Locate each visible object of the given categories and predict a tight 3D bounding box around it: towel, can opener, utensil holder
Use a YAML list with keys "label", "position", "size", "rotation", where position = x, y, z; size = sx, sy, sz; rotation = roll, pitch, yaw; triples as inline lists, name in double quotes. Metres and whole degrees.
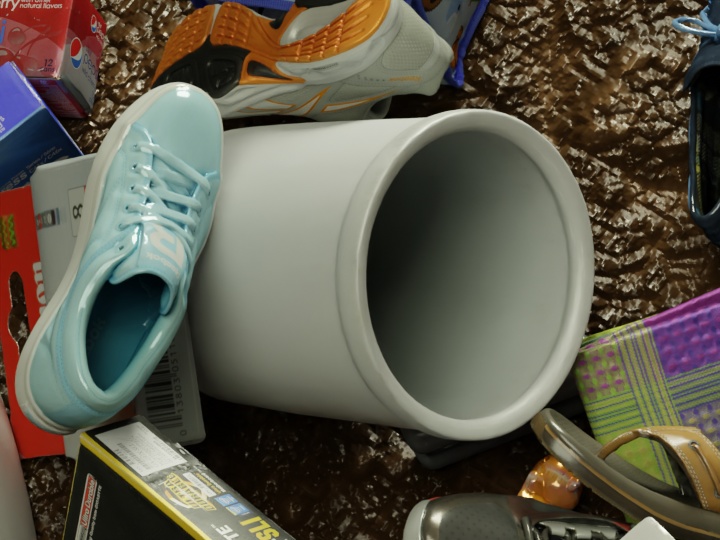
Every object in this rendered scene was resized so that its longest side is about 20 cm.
- label: "towel"
  position: [0.226, 0.073, 1.546]
  size: [0.199, 0.023, 0.144]
  rotation: [-20, 92, 6]
- label: "can opener"
  position: [0.123, 0.073, 1.584]
  size: [0.199, 0.053, 0.067]
  rotation: [-22, 63, 6]
- label: "utensil holder"
  position: [0.000, 0.000, 1.547]
  size: [0.199, 0.170, 0.171]
  rotation: [2, 64, 51]

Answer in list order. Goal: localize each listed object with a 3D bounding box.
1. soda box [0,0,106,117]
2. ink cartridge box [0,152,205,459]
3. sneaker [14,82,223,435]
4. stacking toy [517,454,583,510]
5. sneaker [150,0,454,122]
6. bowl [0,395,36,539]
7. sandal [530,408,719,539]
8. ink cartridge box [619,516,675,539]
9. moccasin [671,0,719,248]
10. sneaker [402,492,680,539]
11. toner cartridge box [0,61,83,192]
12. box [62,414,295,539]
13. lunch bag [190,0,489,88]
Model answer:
- label: "soda box"
  position: [-0.262, -0.137, 1.769]
  size: [0.199, 0.063, 0.070]
  rotation: [2, 69, 15]
- label: "ink cartridge box"
  position: [-0.168, 0.024, 1.595]
  size: [0.199, 0.050, 0.163]
  rotation: [-10, 88, 50]
- label: "sneaker"
  position: [-0.107, -0.008, 1.469]
  size: [0.082, 0.074, 0.201]
  rotation: [-9, 58, 57]
- label: "stacking toy"
  position: [0.065, 0.176, 1.540]
  size: [0.110, 0.116, 0.200]
  rotation: [46, 60, -15]
- label: "sneaker"
  position: [-0.035, -0.107, 1.616]
  size: [0.199, 0.092, 0.076]
  rotation: [-9, 57, 43]
- label: "bowl"
  position: [-0.300, 0.134, 1.656]
  size: [0.199, 0.075, 0.201]
  rotation: [-23, 64, 9]
- label: "sandal"
  position: [0.181, 0.115, 1.499]
  size: [0.199, 0.082, 0.055]
  rotation: [27, 95, -2]
- label: "ink cartridge box"
  position: [0.165, 0.247, 1.431]
  size: [0.128, 0.200, 0.125]
  rotation: [-40, 46, -4]
- label: "moccasin"
  position: [0.220, -0.107, 1.613]
  size: [0.080, 0.068, 0.201]
  rotation: [-22, 58, 40]
- label: "sneaker"
  position: [0.117, 0.148, 1.480]
  size: [0.199, 0.082, 0.077]
  rotation: [15, 60, -28]
- label: "toner cartridge box"
  position: [-0.262, -0.032, 1.707]
  size: [0.200, 0.095, 0.043]
  rotation: [-38, 64, -2]
- label: "box"
  position: [-0.093, 0.200, 1.466]
  size: [0.159, 0.201, 0.049]
  rotation: [35, 36, 32]
- label: "lunch bag"
  position: [-0.024, -0.197, 1.655]
  size: [0.169, 0.200, 0.124]
  rotation: [11, 70, 18]
